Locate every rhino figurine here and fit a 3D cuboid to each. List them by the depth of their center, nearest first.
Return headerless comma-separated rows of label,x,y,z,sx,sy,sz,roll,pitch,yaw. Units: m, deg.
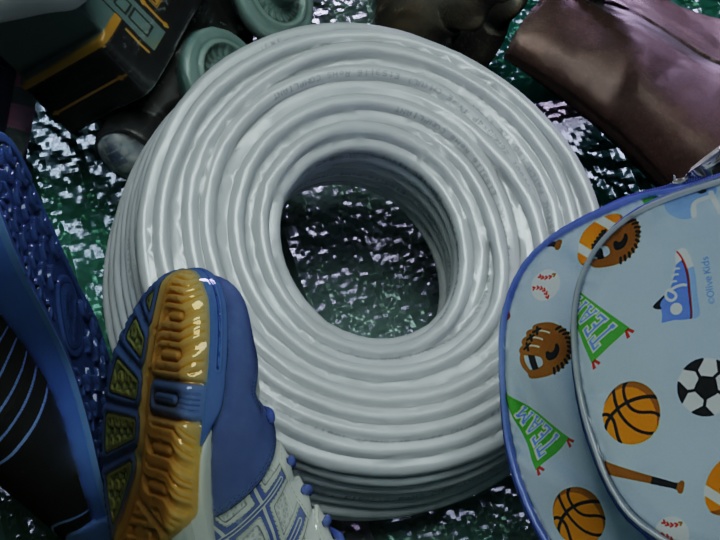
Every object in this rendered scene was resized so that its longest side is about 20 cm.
rhino figurine,0.034,-0.167,1.171,0.060,0.087,0.201,17,45,-30

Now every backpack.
backpack,0.146,0.046,0.912,0.190,0.154,0.201,-18,69,24

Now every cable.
cable,0.000,0.000,1.015,0.200,0.069,0.200,38,64,-1

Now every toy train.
toy train,-0.080,-0.132,1.106,0.114,0.085,0.200,45,49,-24

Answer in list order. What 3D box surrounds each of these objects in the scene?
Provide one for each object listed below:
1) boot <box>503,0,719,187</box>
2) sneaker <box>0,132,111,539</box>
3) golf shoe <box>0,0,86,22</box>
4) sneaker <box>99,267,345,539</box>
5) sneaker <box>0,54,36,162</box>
boot,0.130,-0.046,1.078,0.166,0.072,0.200,30,41,3
sneaker,-0.140,0.033,0.939,0.078,0.200,0.070,-10,40,7
golf shoe,-0.197,-0.091,0.998,0.199,0.095,0.078,-5,10,-5
sneaker,-0.042,0.097,0.922,0.088,0.201,0.075,-4,8,-25
sneaker,-0.170,-0.093,1.094,0.070,0.082,0.201,7,52,0
